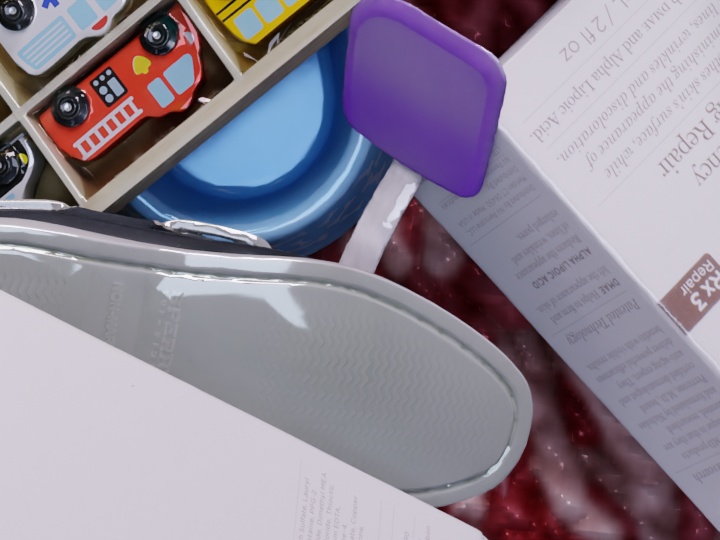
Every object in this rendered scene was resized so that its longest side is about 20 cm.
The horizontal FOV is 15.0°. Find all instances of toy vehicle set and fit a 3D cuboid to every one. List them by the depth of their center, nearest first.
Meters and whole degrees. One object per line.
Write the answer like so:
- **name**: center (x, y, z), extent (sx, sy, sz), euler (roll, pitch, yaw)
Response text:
- **toy vehicle set**: center (-0.091, -0.086, 0.847), extent (0.200, 0.027, 0.124), euler (-38, 87, 14)

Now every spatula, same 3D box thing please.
- **spatula**: center (0.000, 0.000, 0.857), extent (0.056, 0.021, 0.201), euler (33, 128, 19)

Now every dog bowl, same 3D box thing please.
- **dog bowl**: center (-0.048, -0.099, 0.885), extent (0.111, 0.050, 0.201), euler (-8, 93, 1)

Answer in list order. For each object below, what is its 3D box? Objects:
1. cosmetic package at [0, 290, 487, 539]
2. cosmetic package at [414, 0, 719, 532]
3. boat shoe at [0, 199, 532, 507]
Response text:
- **cosmetic package**: center (-0.072, 0.089, 0.789), extent (0.200, 0.113, 0.081), euler (32, 49, -32)
- **cosmetic package**: center (0.117, 0.001, 0.863), extent (0.200, 0.074, 0.102), euler (46, 63, -2)
- **boat shoe**: center (-0.045, 0.019, 0.830), extent (0.199, 0.060, 0.076), euler (19, 99, -15)
